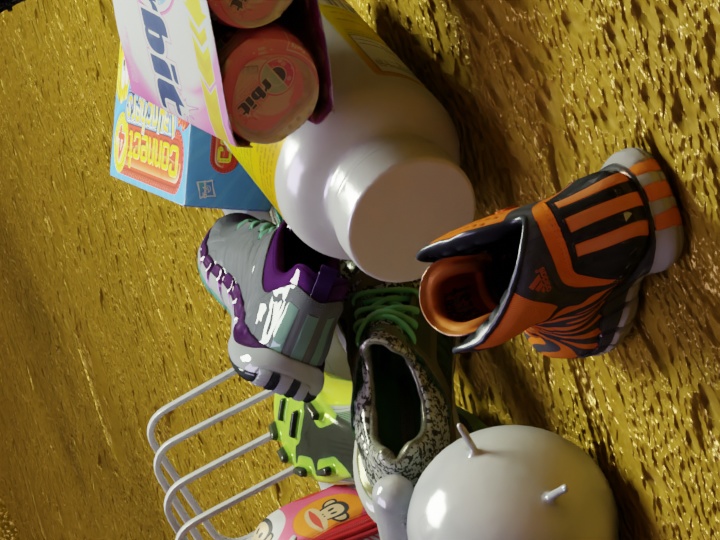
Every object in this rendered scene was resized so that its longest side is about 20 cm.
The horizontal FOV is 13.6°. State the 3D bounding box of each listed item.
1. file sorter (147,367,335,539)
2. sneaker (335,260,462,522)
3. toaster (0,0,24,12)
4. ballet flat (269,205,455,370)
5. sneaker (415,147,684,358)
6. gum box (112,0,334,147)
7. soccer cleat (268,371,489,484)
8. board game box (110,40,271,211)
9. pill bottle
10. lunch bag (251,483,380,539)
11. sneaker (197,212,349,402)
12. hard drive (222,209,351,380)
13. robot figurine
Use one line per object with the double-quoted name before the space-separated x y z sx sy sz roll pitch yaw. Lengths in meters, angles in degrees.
"file sorter" -0.053 0.163 1.963 0.139 0.124 0.200 60 -175 -31
"sneaker" 0.021 0.042 1.693 0.089 0.076 0.201 75 -175 -64
"toaster" -0.216 -0.274 1.978 0.119 0.199 0.181 55 161 31
"ballet flat" 0.000 0.000 1.824 0.200 0.068 0.075 57 176 35
"sneaker" 0.075 0.003 1.436 0.200 0.111 0.078 110 138 -68
"gum box" -0.081 -0.167 1.539 0.113 0.066 0.201 31 137 53
"soccer cleat" 0.013 0.099 1.814 0.200 0.083 0.065 16 106 58
"board game box" -0.099 -0.145 1.861 0.200 0.056 0.197 -159 74 -71
"pill bottle" -0.012 -0.074 1.642 0.200 0.104 0.105 -128 23 -52
"lunch bag" 0.009 0.224 1.844 0.082 0.175 0.201 -130 23 -61
"sneaker" -0.039 -0.003 1.733 0.088 0.074 0.200 -64 22 18
"hard drive" -0.034 0.030 1.931 0.201 0.027 0.132 60 177 -18
"robot figurine" 0.082 0.162 1.619 0.169 0.113 0.201 18 141 19
